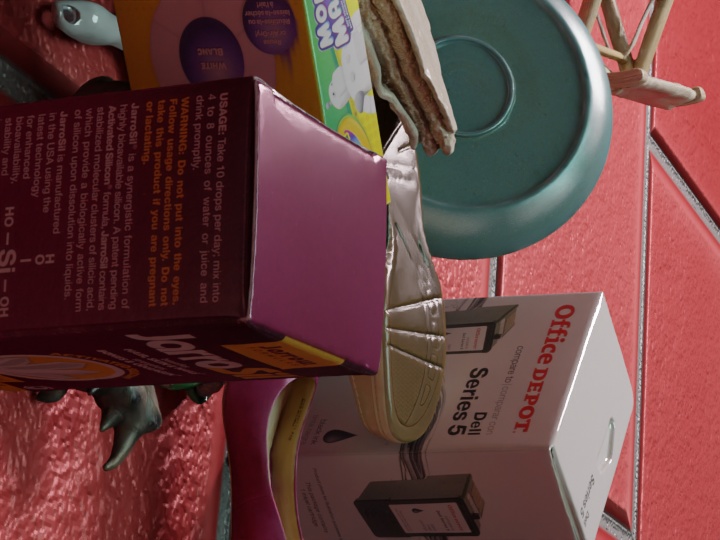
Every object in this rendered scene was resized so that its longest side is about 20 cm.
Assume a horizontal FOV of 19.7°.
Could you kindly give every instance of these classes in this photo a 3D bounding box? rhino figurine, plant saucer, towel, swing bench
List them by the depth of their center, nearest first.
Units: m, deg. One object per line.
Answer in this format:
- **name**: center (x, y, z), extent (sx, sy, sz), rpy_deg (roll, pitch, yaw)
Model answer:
- **rhino figurine**: center (-0.120, -0.001, 1.023), extent (0.087, 0.059, 0.202), rpy_deg (18, 71, -51)
- **towel**: center (0.003, -0.164, 1.116), extent (0.133, 0.034, 0.201), rpy_deg (-103, 170, -46)
- **plant saucer**: center (0.058, -0.106, 1.233), extent (0.027, 0.199, 0.202), rpy_deg (124, -28, -70)
- **swing bench**: center (0.206, -0.240, 1.729), extent (0.199, 0.129, 0.202), rpy_deg (3, 89, -67)

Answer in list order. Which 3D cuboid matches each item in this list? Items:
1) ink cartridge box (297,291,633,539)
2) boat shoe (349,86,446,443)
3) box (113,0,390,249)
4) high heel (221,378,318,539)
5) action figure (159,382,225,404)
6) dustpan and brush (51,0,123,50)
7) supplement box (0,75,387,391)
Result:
- **ink cartridge box**: center (0.046, 0.090, 1.215), extent (0.146, 0.199, 0.084), rpy_deg (-65, 143, -48)
- **boat shoe**: center (0.000, 0.000, 1.159), extent (0.072, 0.065, 0.202), rpy_deg (12, 67, -59)
- **box**: center (-0.054, -0.095, 0.966), extent (0.048, 0.117, 0.201), rpy_deg (-35, 120, -49)
- **high heel**: center (-0.033, 0.107, 1.095), extent (0.201, 0.095, 0.067), rpy_deg (-68, 154, -12)
- **action figure**: center (-0.065, 0.015, 1.160), extent (0.200, 0.054, 0.119), rpy_deg (-51, 131, -54)
- **dustpan and brush**: center (-0.100, -0.124, 1.112), extent (0.200, 0.057, 0.141), rpy_deg (16, 63, -72)
- **supplement box**: center (-0.104, -0.009, 0.891), extent (0.131, 0.199, 0.104), rpy_deg (27, 62, -62)
